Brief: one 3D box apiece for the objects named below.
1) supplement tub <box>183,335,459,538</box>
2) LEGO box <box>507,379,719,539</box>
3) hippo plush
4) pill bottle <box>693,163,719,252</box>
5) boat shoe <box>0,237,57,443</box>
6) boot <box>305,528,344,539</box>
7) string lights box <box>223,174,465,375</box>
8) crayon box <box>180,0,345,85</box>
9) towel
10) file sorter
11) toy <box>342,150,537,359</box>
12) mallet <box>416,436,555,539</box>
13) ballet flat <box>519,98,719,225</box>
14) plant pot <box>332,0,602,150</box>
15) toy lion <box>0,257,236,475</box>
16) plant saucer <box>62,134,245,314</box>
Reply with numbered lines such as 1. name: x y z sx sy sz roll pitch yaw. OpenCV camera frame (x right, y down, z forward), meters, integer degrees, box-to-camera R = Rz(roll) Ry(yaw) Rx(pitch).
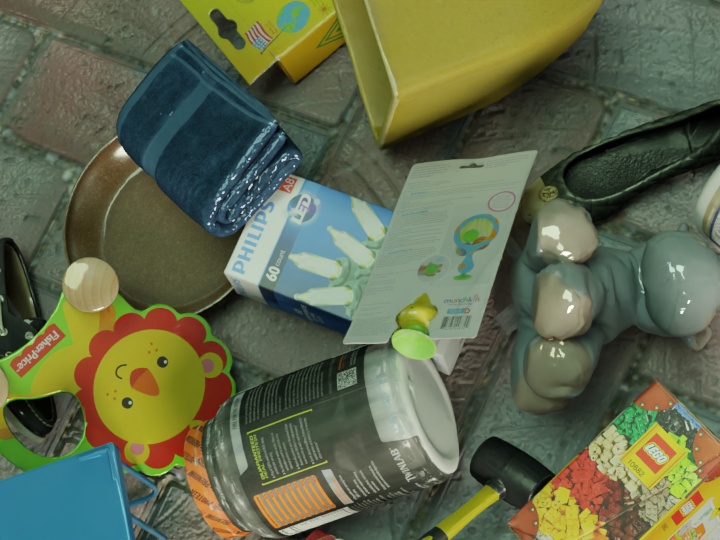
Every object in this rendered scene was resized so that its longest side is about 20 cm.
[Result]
1. supplement tub: -0.032 0.138 1.651 0.199 0.122 0.123 -20 63 18
2. LEGO box: 0.205 0.184 1.512 0.149 0.200 0.077 -43 62 -2
3. hippo plush: 0.200 0.035 1.620 0.160 0.200 0.160 3 81 -6
4. pill bottle: 0.360 -0.011 1.587 0.111 0.111 0.200 -43 62 -1
5. boat shoe: -0.299 0.058 1.815 0.060 0.074 0.201 -32 54 10
6. boot: 0.029 0.242 1.626 0.199 0.072 0.145 -31 61 9
7. string lights box: 0.000 0.000 1.721 0.199 0.059 0.103 20 76 14
8. crayon box: -0.049 -0.260 1.864 0.200 0.051 0.127 -39 62 0
9. towel: -0.137 -0.114 1.765 0.112 0.049 0.200 -49 44 2
10. file sorter: -0.222 0.267 1.672 0.138 0.123 0.201 -19 64 11
11. toy: 0.070 -0.008 1.639 0.115 0.047 0.201 -4 41 29
12. mallet: 0.060 0.194 1.603 0.199 0.041 0.066 -29 48 -28
13. ballet flat: 0.219 -0.092 1.700 0.199 0.057 0.067 -25 62 8
14. plant pot: 0.086 -0.236 1.716 0.199 0.194 0.197 -16 82 -6
15. toy lion: -0.212 0.100 1.736 0.200 0.069 0.192 -42 91 -9
16. plant saucer: -0.165 -0.042 1.826 0.199 0.037 0.202 -7 67 16
